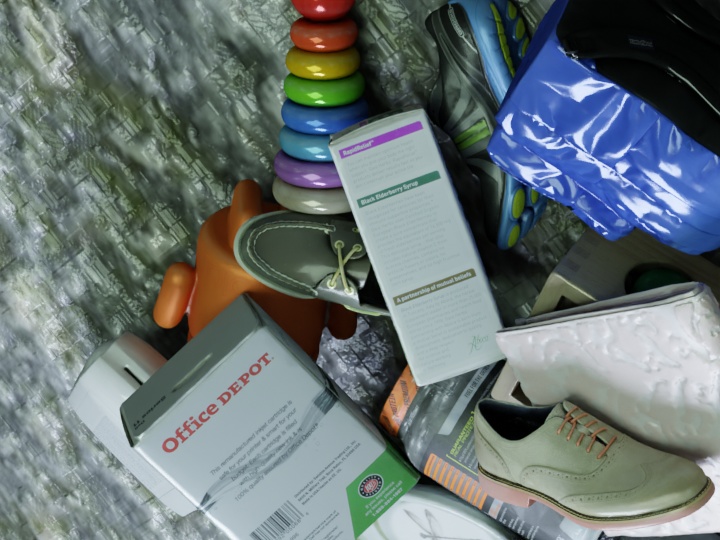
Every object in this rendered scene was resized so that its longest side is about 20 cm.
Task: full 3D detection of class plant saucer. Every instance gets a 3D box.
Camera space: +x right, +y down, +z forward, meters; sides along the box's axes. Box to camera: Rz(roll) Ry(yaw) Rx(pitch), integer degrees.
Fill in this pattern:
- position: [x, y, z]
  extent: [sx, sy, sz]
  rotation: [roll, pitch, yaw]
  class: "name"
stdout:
- position: [0.068, 0.234, 1.860]
  extent: [0.200, 0.050, 0.200]
  rotation: [17, 144, 13]
  class: "plant saucer"

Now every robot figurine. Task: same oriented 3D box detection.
- position: [-0.086, 0.023, 1.811]
  extent: [0.117, 0.144, 0.200]
  rotation: [35, 131, 35]
  class: "robot figurine"

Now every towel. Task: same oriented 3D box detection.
- position: [0.215, 0.106, 1.580]
  extent: [0.191, 0.032, 0.200]
  rotation: [-11, 116, 44]
  class: "towel"

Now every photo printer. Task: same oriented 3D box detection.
- position: [-0.176, 0.134, 1.886]
  extent: [0.166, 0.069, 0.200]
  rotation: [45, 165, 0]
  class: "photo printer"

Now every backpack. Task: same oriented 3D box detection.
- position: [0.207, -0.109, 1.549]
  extent: [0.200, 0.163, 0.168]
  rotation: [30, 137, -3]
  class: "backpack"

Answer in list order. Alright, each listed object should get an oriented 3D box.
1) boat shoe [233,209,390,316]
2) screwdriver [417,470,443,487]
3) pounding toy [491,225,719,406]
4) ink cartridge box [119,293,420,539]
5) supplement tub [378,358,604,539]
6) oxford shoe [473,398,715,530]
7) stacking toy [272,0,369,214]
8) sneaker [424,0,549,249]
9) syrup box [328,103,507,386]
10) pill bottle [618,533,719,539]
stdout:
- position: [0.001, -0.003, 1.722]
  extent: [0.202, 0.060, 0.072]
  rotation: [14, 89, -17]
  class: "boat shoe"
- position: [-0.001, 0.161, 1.890]
  extent: [0.200, 0.028, 0.029]
  rotation: [25, 154, 11]
  class: "screwdriver"
- position: [0.235, 0.046, 1.646]
  extent: [0.184, 0.142, 0.200]
  rotation: [33, 138, 11]
  class: "pounding toy"
- position: [-0.075, 0.139, 1.746]
  extent: [0.147, 0.083, 0.200]
  rotation: [-42, 115, 2]
  class: "ink cartridge box"
- position: [0.123, 0.138, 1.751]
  extent: [0.200, 0.123, 0.123]
  rotation: [32, 127, 10]
  class: "supplement tub"
- position: [0.161, 0.137, 1.574]
  extent: [0.200, 0.071, 0.074]
  rotation: [5, 123, 37]
  class: "oxford shoe"
- position: [-0.029, -0.149, 1.706]
  extent: [0.085, 0.085, 0.200]
  rotation: [10, 114, 25]
  class: "stacking toy"
- position: [0.096, -0.115, 1.666]
  extent: [0.083, 0.071, 0.200]
  rotation: [-1, 110, 37]
  class: "sneaker"
- position: [0.045, -0.022, 1.653]
  extent: [0.081, 0.079, 0.200]
  rotation: [-19, 97, 2]
  class: "syrup box"
- position: [0.229, 0.305, 1.787]
  extent: [0.116, 0.116, 0.200]
  rotation: [32, 128, 11]
  class: "pill bottle"
